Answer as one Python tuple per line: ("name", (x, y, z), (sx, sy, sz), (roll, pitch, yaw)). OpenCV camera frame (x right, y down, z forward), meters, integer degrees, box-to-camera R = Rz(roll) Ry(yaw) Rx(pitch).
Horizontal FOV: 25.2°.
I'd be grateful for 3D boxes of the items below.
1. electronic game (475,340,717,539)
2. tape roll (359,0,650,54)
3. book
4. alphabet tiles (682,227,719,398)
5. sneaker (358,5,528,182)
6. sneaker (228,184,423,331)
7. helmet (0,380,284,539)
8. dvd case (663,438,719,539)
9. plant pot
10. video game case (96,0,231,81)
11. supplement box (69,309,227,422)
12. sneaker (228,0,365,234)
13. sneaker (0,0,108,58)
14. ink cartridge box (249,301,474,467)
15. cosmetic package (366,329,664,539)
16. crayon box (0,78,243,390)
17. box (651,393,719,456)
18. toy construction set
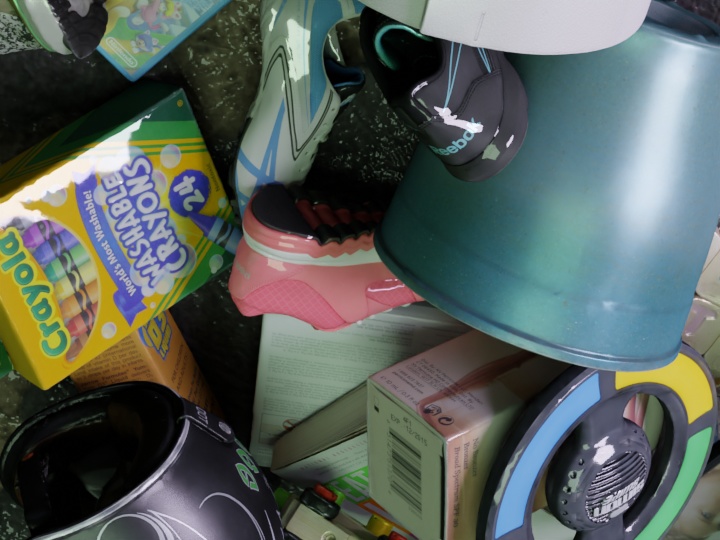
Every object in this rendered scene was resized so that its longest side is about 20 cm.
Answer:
("electronic game", (0.153, 0.131, 1.029), (0.199, 0.042, 0.201), (-21, 128, -30))
("tape roll", (0.064, -0.181, 0.867), (0.201, 0.203, 0.037), (12, 125, -5))
("book", (0.051, 0.157, 1.176), (0.200, 0.048, 0.133), (33, 136, -28))
("alphabet tiles", (0.276, 0.036, 1.117), (0.199, 0.015, 0.196), (25, 123, -12))
("sneaker", (0.040, -0.144, 0.895), (0.079, 0.201, 0.075), (24, 130, -38))
("sneaker", (0.000, 0.000, 1.050), (0.199, 0.074, 0.087), (7, 123, -33))
("helmet", (-0.148, 0.192, 1.073), (0.199, 0.200, 0.191), (-15, 122, 14))
("dvd case", (0.255, 0.197, 1.151), (0.142, 0.018, 0.200), (32, 127, -19))
("plant pot", (0.131, -0.071, 0.954), (0.199, 0.200, 0.189), (17, 110, -8))
("video game case", (-0.118, -0.220, 0.965), (0.200, 0.018, 0.143), (-35, 115, 24))
("supplement box", (-0.163, 0.062, 1.136), (0.068, 0.067, 0.201), (-17, 123, 15))
("sneaker", (-0.039, -0.096, 1.013), (0.072, 0.072, 0.201), (15, 126, 2))
("sneaker", (-0.233, -0.201, 0.938), (0.088, 0.077, 0.201), (-15, 120, 25))
("ink cartridge box", (0.005, 0.078, 1.158), (0.159, 0.047, 0.201), (8, 139, -2))
("cosmetic package", (0.107, 0.093, 1.060), (0.199, 0.087, 0.104), (-23, 128, -29))
("crayon box", (-0.178, -0.016, 1.014), (0.200, 0.051, 0.126), (-35, 121, -23))
("box", (0.297, 0.170, 1.175), (0.199, 0.060, 0.117), (22, 130, -12))
("toy construction set", (-0.002, 0.208, 1.158), (0.199, 0.131, 0.093), (16, 84, 11))
